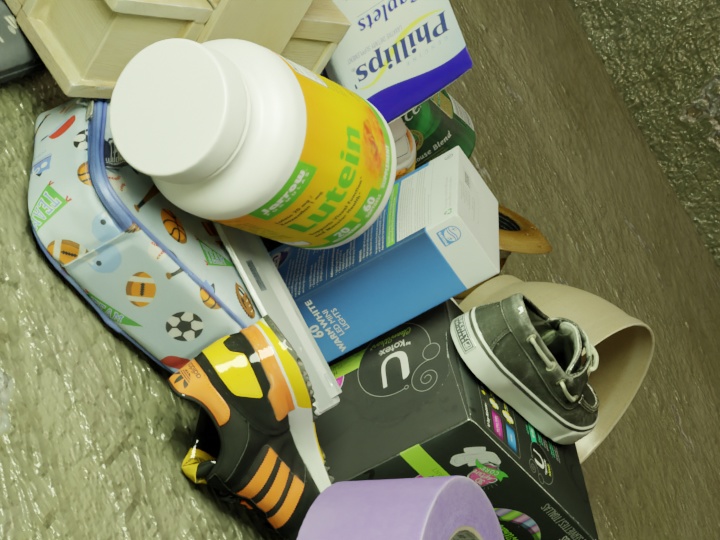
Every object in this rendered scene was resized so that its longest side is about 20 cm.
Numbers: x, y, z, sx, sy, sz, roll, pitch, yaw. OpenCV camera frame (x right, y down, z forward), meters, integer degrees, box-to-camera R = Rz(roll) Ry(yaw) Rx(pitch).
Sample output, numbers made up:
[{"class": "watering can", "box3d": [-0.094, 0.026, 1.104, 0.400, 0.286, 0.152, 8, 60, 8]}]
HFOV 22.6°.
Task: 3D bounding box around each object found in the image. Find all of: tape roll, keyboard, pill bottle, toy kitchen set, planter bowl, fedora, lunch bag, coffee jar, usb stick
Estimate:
[{"class": "tape roll", "box3d": [0.030, 0.231, 1.129, 0.200, 0.085, 0.201, -5, 90, -68]}, {"class": "keyboard", "box3d": [-0.068, 0.003, 1.190, 0.201, 0.011, 0.056, 61, 19, 3]}, {"class": "pill bottle", "box3d": [-0.067, -0.081, 1.127, 0.200, 0.111, 0.111, 17, 48, -62]}, {"class": "toy kitchen set", "box3d": [-0.115, -0.224, 1.182, 0.200, 0.163, 0.181, 0, 45, -46]}, {"class": "planter bowl", "box3d": [0.146, 0.089, 1.603, 0.135, 0.200, 0.200, 41, 9, 27]}, {"class": "fedora", "box3d": [0.075, -0.026, 1.650, 0.200, 0.082, 0.201, 18, 13, -4]}, {"class": "lunch bag", "box3d": [-0.136, -0.029, 1.176, 0.200, 0.075, 0.161, 51, 19, -32]}, {"class": "coffee jar", "box3d": [0.020, -0.164, 1.717, 0.200, 0.104, 0.086, 43, 24, -42]}, {"class": "usb stick", "box3d": [-0.223, -0.156, 1.184, 0.056, 0.033, 0.200, 57, 20, -5]}]

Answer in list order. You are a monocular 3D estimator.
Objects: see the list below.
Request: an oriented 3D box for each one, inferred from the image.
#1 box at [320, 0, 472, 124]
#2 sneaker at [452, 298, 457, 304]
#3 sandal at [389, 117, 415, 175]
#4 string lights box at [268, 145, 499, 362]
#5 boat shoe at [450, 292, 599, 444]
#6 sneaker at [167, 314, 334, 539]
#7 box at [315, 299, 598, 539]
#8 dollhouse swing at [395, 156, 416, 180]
[{"class": "box", "box3d": [-0.035, -0.226, 1.339, 0.184, 0.105, 0.200, 34, -24, 53]}, {"class": "sneaker", "box3d": [0.054, 0.072, 1.498, 0.201, 0.070, 0.080, -94, 163, -45]}, {"class": "sandal", "box3d": [-0.011, -0.104, 1.393, 0.079, 0.059, 0.207, 31, 30, 16]}, {"class": "string lights box", "box3d": [0.000, 0.000, 1.288, 0.059, 0.200, 0.103, 52, 22, -24]}, {"class": "boat shoe", "box3d": [0.138, 0.071, 1.299, 0.200, 0.064, 0.071, 34, 31, -55]}, {"class": "sneaker", "box3d": [-0.070, 0.124, 1.157, 0.070, 0.090, 0.201, 48, -25, 51]}, {"class": "box", "box3d": [0.060, 0.141, 1.331, 0.200, 0.148, 0.125, 44, 26, -41]}, {"class": "dollhouse swing", "box3d": [-0.051, -0.028, 1.453, 0.200, 0.175, 0.182, -83, -178, -60]}]
